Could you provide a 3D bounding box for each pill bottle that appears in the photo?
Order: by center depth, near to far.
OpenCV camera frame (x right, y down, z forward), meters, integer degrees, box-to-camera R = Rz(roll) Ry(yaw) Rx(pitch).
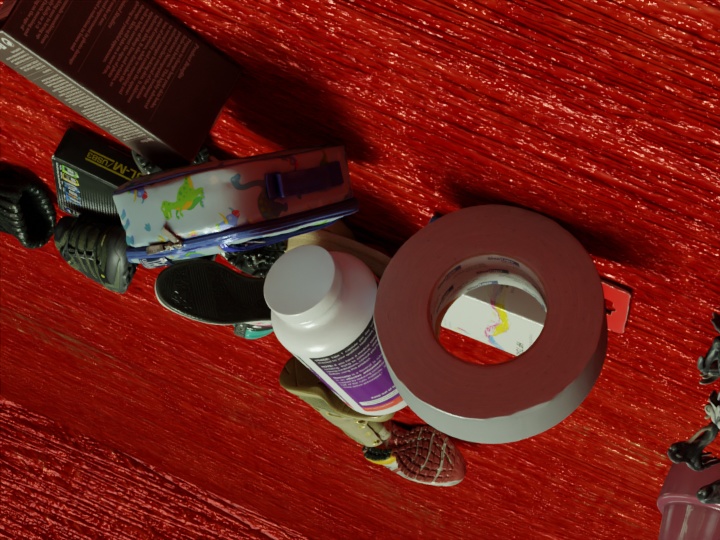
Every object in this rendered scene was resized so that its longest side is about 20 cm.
[{"bbox_3d":[-0.013,0.056,1.645,0.112,0.113,0.200,13,158,35],"label":"pill bottle"}]

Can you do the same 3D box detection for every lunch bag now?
[{"bbox_3d":[-0.105,-0.061,1.471,0.161,0.083,0.200,-10,-176,32],"label":"lunch bag"}]

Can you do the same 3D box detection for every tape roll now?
[{"bbox_3d":[0.114,0.045,1.455,0.200,0.200,0.066,20,160,19],"label":"tape roll"}]

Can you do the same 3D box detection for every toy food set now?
[{"bbox_3d":[0.000,0.000,1.735,0.200,0.049,0.198,21,162,13],"label":"toy food set"}]

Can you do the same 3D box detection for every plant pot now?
[{"bbox_3d":[0.415,0.335,1.900,0.200,0.179,0.200,23,161,8],"label":"plant pot"}]

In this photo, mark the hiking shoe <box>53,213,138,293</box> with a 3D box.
[{"bbox_3d":[-0.302,-0.023,1.894,0.101,0.076,0.200,25,165,-11],"label":"hiking shoe"}]

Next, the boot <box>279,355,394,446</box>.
[{"bbox_3d":[0.004,0.182,2.203,0.200,0.073,0.155,10,156,45],"label":"boot"}]

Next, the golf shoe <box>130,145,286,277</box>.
[{"bbox_3d":[-0.154,-0.077,1.689,0.200,0.078,0.094,50,167,-19],"label":"golf shoe"}]

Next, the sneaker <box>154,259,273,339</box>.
[{"bbox_3d":[-0.150,0.031,1.919,0.200,0.084,0.121,7,168,-21],"label":"sneaker"}]

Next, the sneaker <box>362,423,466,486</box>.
[{"bbox_3d":[0.089,0.258,2.322,0.082,0.078,0.200,32,171,-30],"label":"sneaker"}]

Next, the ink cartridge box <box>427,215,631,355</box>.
[{"bbox_3d":[0.149,0.031,1.584,0.200,0.067,0.116,21,162,13],"label":"ink cartridge box"}]

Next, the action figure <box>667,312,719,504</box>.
[{"bbox_3d":[0.347,0.110,1.485,0.119,0.102,0.200,46,134,35],"label":"action figure"}]

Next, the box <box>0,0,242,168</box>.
[{"bbox_3d":[-0.212,-0.182,1.427,0.200,0.100,0.075,35,162,-23],"label":"box"}]

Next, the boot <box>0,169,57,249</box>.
[{"bbox_3d":[-0.477,-0.105,2.035,0.158,0.080,0.211,23,174,32],"label":"boot"}]

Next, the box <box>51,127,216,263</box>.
[{"bbox_3d":[-0.247,-0.072,1.874,0.193,0.048,0.200,28,163,0],"label":"box"}]
